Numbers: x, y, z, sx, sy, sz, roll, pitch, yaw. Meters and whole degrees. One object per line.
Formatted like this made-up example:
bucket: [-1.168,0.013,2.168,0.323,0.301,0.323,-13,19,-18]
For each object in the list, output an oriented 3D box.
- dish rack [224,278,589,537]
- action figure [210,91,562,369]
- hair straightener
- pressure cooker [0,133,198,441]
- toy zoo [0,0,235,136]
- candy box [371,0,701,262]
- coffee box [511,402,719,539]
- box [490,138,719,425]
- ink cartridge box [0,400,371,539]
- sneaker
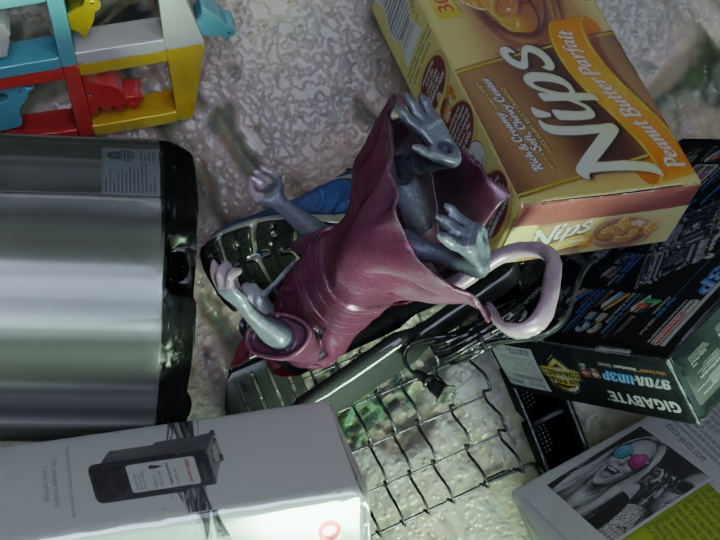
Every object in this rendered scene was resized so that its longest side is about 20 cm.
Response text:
dish rack: [0.022,0.088,1.009,0.199,0.055,0.154,-23,94,-5]
action figure: [0.000,0.000,0.888,0.149,0.134,0.200,33,132,-11]
hair straightener: [0.048,0.043,0.938,0.199,0.041,0.077,-25,62,5]
pressure cooker: [-0.192,0.007,0.917,0.199,0.176,0.180,1,90,-11]
toy zoo: [-0.170,-0.123,0.944,0.199,0.131,0.021,-10,57,-7]
candy box: [0.096,-0.102,0.943,0.115,0.055,0.201,-8,56,-23]
coffee box: [0.238,0.200,0.944,0.197,0.200,0.200,-28,114,-5]
box: [0.188,-0.002,0.944,0.200,0.159,0.046,-42,114,-24]
ink cartridge box: [-0.099,0.162,0.881,0.199,0.083,0.146,-7,123,-11]
sneaker: [0.001,-0.024,0.996,0.199,0.089,0.079,-13,115,11]
